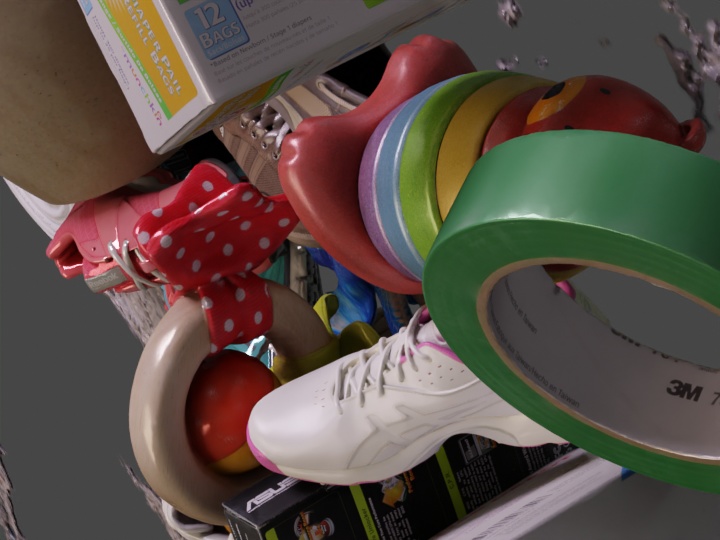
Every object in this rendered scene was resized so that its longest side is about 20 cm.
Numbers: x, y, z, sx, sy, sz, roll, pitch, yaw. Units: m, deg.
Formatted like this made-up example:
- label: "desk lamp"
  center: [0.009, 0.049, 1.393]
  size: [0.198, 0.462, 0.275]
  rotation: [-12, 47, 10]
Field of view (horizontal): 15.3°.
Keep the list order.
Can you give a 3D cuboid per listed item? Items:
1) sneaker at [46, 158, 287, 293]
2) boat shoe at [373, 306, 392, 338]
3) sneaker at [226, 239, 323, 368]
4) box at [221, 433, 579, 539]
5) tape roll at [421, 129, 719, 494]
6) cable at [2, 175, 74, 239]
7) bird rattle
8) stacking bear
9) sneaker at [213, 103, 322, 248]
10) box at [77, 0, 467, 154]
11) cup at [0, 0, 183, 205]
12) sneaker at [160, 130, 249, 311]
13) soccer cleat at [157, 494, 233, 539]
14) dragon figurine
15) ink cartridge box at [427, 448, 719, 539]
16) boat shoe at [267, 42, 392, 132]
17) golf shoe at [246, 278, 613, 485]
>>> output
- label: "sneaker"
  center: [-0.115, -0.013, 1.561]
  size: [0.200, 0.087, 0.074]
  rotation: [9, 138, 58]
- label: "boat shoe"
  center: [0.015, 0.103, 1.520]
  size: [0.065, 0.073, 0.201]
  rotation: [53, -154, -33]
- label: "sneaker"
  center: [-0.063, 0.036, 1.575]
  size: [0.078, 0.079, 0.201]
  rotation: [80, -168, -55]
- label: "box"
  center: [0.043, 0.166, 1.427]
  size: [0.047, 0.193, 0.201]
  rotation: [25, 139, 58]
- label: "tape roll"
  center: [0.125, 0.021, 1.123]
  size: [0.199, 0.048, 0.201]
  rotation: [21, 153, 11]
- label: "cable"
  center: [-0.208, -0.105, 1.849]
  size: [0.200, 0.069, 0.201]
  rotation: [8, 123, 65]
- label: "bird rattle"
  center: [-0.056, 0.051, 1.395]
  size: [0.112, 0.164, 0.200]
  rotation: [14, 158, 38]
- label: "stacking bear"
  center: [0.073, -0.043, 1.223]
  size: [0.200, 0.121, 0.114]
  rotation: [-1, 123, 58]
- label: "sneaker"
  center: [-0.050, -0.078, 1.469]
  size: [0.076, 0.070, 0.200]
  rotation: [49, 176, -35]
- label: "box"
  center: [-0.020, -0.148, 1.168]
  size: [0.113, 0.199, 0.101]
  rotation: [61, 159, 0]
- label: "cup"
  center: [-0.171, -0.125, 1.570]
  size: [0.200, 0.200, 0.144]
  rotation: [16, 136, 62]
- label: "sneaker"
  center: [-0.095, -0.033, 1.662]
  size: [0.201, 0.079, 0.096]
  rotation: [60, 157, 4]
- label: "soccer cleat"
  center: [-0.094, 0.128, 1.627]
  size: [0.200, 0.086, 0.070]
  rotation: [11, 105, 56]
- label: "dragon figurine"
  center: [0.000, 0.000, 1.508]
  size: [0.200, 0.059, 0.100]
  rotation: [22, 136, 58]
- label: "ink cartridge box"
  center: [0.123, 0.169, 1.309]
  size: [0.145, 0.147, 0.200]
  rotation: [61, 160, 0]
- label: "boat shoe"
  center: [-0.021, -0.119, 1.414]
  size: [0.200, 0.074, 0.074]
  rotation: [48, 137, 31]
- label: "golf shoe"
  center: [0.032, 0.048, 1.323]
  size: [0.092, 0.199, 0.076]
  rotation: [64, -163, -44]
